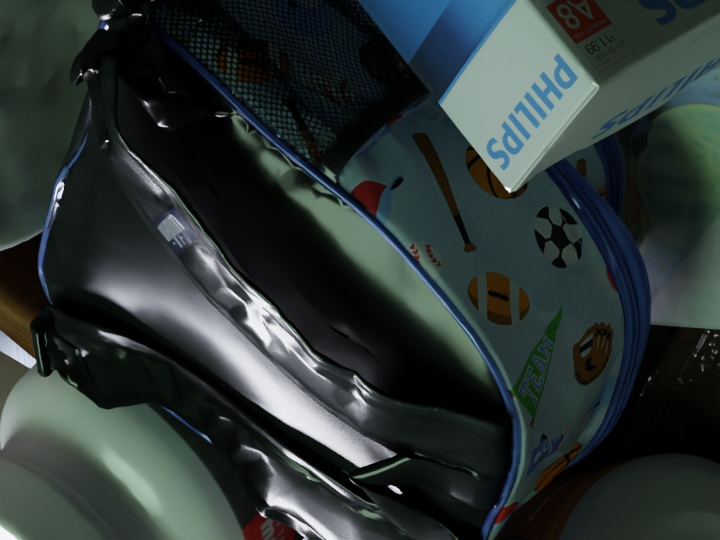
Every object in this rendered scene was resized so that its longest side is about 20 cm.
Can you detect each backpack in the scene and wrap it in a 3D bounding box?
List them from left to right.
[{"bbox_3d":[0.000,0.000,0.904,0.191,0.154,0.200,47,151,17],"label":"backpack"}]

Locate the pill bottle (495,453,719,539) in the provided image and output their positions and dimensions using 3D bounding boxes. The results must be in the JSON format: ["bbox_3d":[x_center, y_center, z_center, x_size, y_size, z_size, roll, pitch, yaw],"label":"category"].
[{"bbox_3d":[0.070,0.138,1.051,0.112,0.112,0.200,53,149,-9],"label":"pill bottle"}]

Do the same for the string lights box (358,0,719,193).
[{"bbox_3d":[0.025,-0.131,0.783,0.200,0.103,0.059,52,144,11],"label":"string lights box"}]

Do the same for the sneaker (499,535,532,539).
[{"bbox_3d":[0.012,0.123,0.990,0.070,0.090,0.200,27,171,-23],"label":"sneaker"}]

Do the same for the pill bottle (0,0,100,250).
[{"bbox_3d":[-0.178,-0.097,0.962,0.200,0.116,0.117,31,145,30],"label":"pill bottle"}]

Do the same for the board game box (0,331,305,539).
[{"bbox_3d":[-0.073,0.084,1.214,0.199,0.037,0.152,25,143,21],"label":"board game box"}]

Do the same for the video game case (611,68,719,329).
[{"bbox_3d":[0.108,-0.065,0.865,0.182,0.022,0.201,4,128,49],"label":"video game case"}]

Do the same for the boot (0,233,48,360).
[{"bbox_3d":[-0.159,-0.069,1.118,0.199,0.189,0.068,31,127,-25],"label":"boot"}]

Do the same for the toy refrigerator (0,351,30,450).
[{"bbox_3d":[-0.196,0.079,1.161,0.076,0.070,0.199,33,153,-30],"label":"toy refrigerator"}]

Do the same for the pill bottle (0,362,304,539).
[{"bbox_3d":[-0.061,0.058,1.036,0.116,0.200,0.116,31,146,24],"label":"pill bottle"}]
